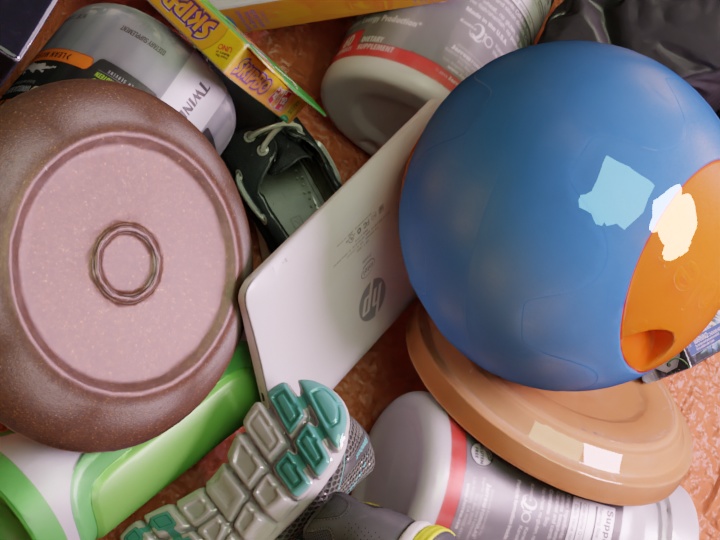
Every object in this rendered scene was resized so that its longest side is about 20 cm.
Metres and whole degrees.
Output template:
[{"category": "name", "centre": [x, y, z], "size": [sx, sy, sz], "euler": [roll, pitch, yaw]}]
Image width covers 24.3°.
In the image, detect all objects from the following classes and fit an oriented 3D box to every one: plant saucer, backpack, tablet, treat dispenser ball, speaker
[{"category": "plant saucer", "centre": [0.123, 0.068, 1.054], "size": [0.199, 0.032, 0.201], "euler": [23, 26, -12]}, {"category": "backpack", "centre": [0.206, -0.149, 1.129], "size": [0.166, 0.200, 0.127], "euler": [-14, 86, 16]}, {"category": "tablet", "centre": [0.000, 0.000, 1.001], "size": [0.200, 0.014, 0.131], "euler": [-46, 143, -34]}, {"category": "plant saucer", "centre": [-0.131, -0.003, 0.887], "size": [0.200, 0.037, 0.202], "euler": [1, 89, -37]}, {"category": "treat dispenser ball", "centre": [0.121, -0.031, 0.964], "size": [0.200, 0.201, 0.202], "euler": [6, 75, -24]}, {"category": "speaker", "centre": [-0.127, 0.086, 0.968], "size": [0.200, 0.088, 0.089], "euler": [-37, 95, -28]}]

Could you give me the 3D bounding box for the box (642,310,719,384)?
[{"category": "box", "centre": [0.223, -0.013, 1.141], "size": [0.200, 0.040, 0.138], "euler": [-19, 85, -55]}]

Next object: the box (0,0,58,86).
[{"category": "box", "centre": [-0.267, -0.176, 0.909], "size": [0.199, 0.182, 0.104], "euler": [33, 66, -15]}]

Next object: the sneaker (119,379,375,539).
[{"category": "sneaker", "centre": [-0.065, 0.153, 0.965], "size": [0.200, 0.091, 0.078], "euler": [-43, 60, 9]}]

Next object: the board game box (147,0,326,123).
[{"category": "board game box", "centre": [-0.105, -0.158, 0.987], "size": [0.200, 0.095, 0.030], "euler": [42, 94, 24]}]

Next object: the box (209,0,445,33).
[{"category": "box", "centre": [-0.031, -0.218, 1.060], "size": [0.199, 0.041, 0.120], "euler": [-7, 70, 16]}]

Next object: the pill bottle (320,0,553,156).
[{"category": "pill bottle", "centre": [0.063, -0.173, 1.107], "size": [0.114, 0.114, 0.201], "euler": [33, 65, -15]}]

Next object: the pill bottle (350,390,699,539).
[{"category": "pill bottle", "centre": [0.103, 0.154, 1.047], "size": [0.199, 0.116, 0.117], "euler": [18, 71, -22]}]

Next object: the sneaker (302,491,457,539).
[{"category": "sneaker", "centre": [0.002, 0.189, 0.963], "size": [0.084, 0.201, 0.074], "euler": [31, 51, 16]}]

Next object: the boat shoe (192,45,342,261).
[{"category": "boat shoe", "centre": [-0.048, -0.062, 1.056], "size": [0.075, 0.060, 0.201], "euler": [-31, 92, -29]}]

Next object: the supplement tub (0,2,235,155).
[{"category": "supplement tub", "centre": [-0.170, -0.045, 0.958], "size": [0.122, 0.122, 0.200], "euler": [39, 64, -13]}]
